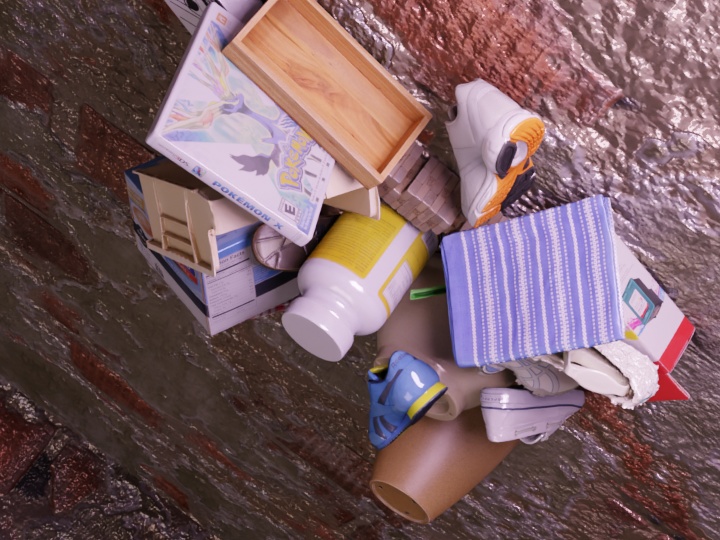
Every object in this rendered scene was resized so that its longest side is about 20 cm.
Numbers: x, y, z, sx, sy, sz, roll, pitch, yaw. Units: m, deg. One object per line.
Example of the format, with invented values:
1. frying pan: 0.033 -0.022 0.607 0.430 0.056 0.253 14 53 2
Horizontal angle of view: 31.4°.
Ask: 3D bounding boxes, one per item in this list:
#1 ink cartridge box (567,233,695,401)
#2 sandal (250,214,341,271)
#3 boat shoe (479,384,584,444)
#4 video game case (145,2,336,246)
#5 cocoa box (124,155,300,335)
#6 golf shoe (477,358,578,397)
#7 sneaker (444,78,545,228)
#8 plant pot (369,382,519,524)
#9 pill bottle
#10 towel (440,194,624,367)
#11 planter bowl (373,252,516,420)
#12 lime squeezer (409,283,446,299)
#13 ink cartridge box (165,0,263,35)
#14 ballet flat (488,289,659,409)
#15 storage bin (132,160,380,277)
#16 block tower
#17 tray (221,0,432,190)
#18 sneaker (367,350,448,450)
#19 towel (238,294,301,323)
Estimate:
1. ink cartridge box: 0.261 0.049 1.335 0.200 0.067 0.116 47 152 -20
2. sandal: -0.043 -0.023 1.504 0.200 0.082 0.055 -1 173 -30
3. boat shoe: 0.198 0.170 1.507 0.074 0.067 0.200 2 177 40
4. video game case: -0.101 -0.145 1.246 0.182 0.200 0.022 34 136 -21
5. cocoa box: -0.182 -0.047 1.567 0.200 0.133 0.131 46 152 37
6. golf shoe: 0.201 0.084 1.415 0.200 0.078 0.097 14 146 -36
7. sneaker: 0.121 -0.119 1.246 0.092 0.076 0.200 50 161 18
8. plant pot: 0.102 0.225 1.687 0.186 0.200 0.186 29 153 17
9. pill bottle: 0.000 0.000 1.428 0.112 0.200 0.112 29 153 16
10. towel: 0.165 0.014 1.267 0.200 0.145 0.024 -14 165 40
11. planter bowl: 0.098 0.094 1.542 0.200 0.135 0.200 30 154 16
12. lime squeezer: 0.155 0.018 1.430 0.200 0.038 0.071 5 -173 -1
13. ink cartridge box: -0.141 -0.265 1.339 0.094 0.044 0.200 5 141 51
14. ballet flat: 0.208 0.075 1.289 0.200 0.072 0.072 29 154 12
15. storage bin: -0.112 -0.080 1.375 0.199 0.200 0.094 21 126 57
16. block tower: 0.099 -0.059 1.374 0.200 0.054 0.058 40 155 -8
17. tray: -0.031 -0.184 1.272 0.200 0.099 0.037 42 154 -12
18. sneaker: 0.039 0.147 1.486 0.078 0.066 0.200 46 153 10
19. towel: -0.143 0.018 1.670 0.146 0.200 0.030 30 116 31
